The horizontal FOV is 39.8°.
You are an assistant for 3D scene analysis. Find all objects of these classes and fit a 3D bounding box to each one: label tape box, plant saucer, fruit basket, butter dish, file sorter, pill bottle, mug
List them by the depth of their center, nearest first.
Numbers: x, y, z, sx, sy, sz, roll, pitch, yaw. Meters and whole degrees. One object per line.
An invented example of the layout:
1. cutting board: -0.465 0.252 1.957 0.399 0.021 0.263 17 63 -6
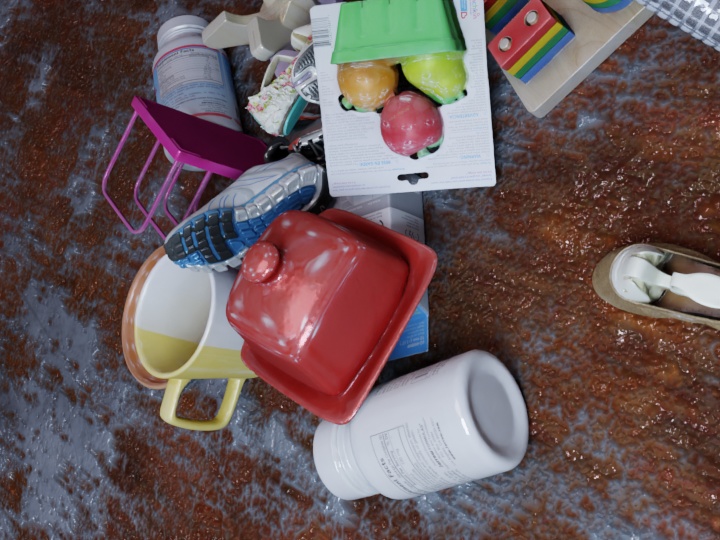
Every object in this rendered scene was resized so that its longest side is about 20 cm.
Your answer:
1. pill bottle: 0.053 0.159 0.968 0.199 0.114 0.116 -25 61 36
2. butter dish: -0.058 0.018 0.989 0.199 0.148 0.201 25 83 46
3. fruit basket: 0.046 -0.183 1.036 0.183 0.094 0.202 -3 106 17
4. label tape box: 0.000 0.000 1.103 0.142 0.066 0.202 -18 64 39
5. mug: -0.173 0.076 1.182 0.187 0.152 0.150 -53 49 19
6. file sorter: -0.196 -0.103 1.228 0.139 0.199 0.126 47 113 41
7. plant saucer: -0.250 0.061 1.342 0.199 0.037 0.203 -14 69 40
8. pill bottle: -0.226 -0.246 1.362 0.108 0.108 0.202 -33 56 32

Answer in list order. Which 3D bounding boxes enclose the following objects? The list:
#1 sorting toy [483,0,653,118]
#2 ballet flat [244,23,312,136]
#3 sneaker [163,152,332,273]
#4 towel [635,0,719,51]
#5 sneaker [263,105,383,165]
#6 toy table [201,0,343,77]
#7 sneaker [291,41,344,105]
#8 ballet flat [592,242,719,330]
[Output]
1. sorting toy: 0.192 -0.299 1.006 0.199 0.069 0.201 -43 52 26
2. ballet flat: -0.067 -0.247 1.170 0.064 0.076 0.201 29 68 9
3. sneaker: -0.129 -0.069 1.104 0.199 0.075 0.087 -27 41 -13
4. towel: 0.311 -0.305 0.839 0.165 0.086 0.201 33 102 8
5. sneaker: -0.039 -0.146 1.157 0.199 0.077 0.082 -9 33 50
6. toy table: -0.101 -0.323 1.261 0.184 0.117 0.201 -43 51 25
7. sneaker: -0.004 -0.246 1.131 0.083 0.199 0.081 -6 117 56
8. ballet flat: 0.269 0.013 0.837 0.199 0.072 0.068 21 92 45
